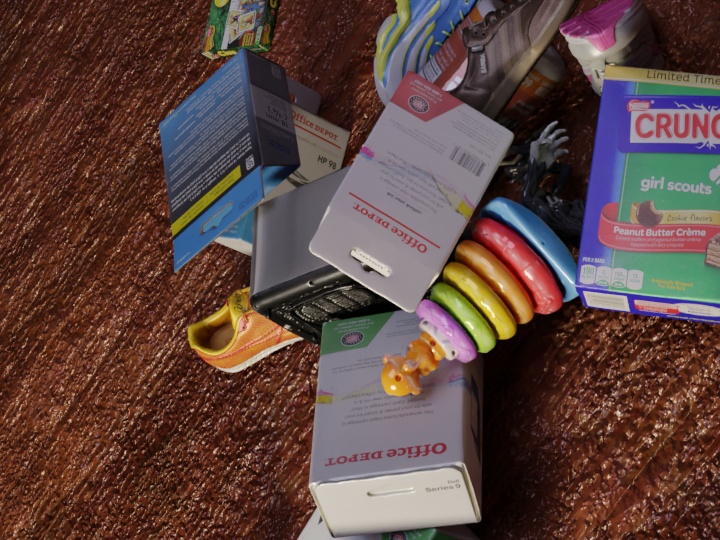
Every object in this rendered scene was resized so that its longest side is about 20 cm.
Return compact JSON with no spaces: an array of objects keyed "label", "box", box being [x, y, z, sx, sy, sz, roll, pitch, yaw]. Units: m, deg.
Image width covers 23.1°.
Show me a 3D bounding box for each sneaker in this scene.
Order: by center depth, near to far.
[{"label":"sneaker","box":[0.237,-0.199,1.591,0.081,0.200,0.089,-23,91,17]},{"label":"sneaker","box":[0.135,-0.216,1.623,0.075,0.070,0.201,36,103,3]},{"label":"sneaker","box":[0.083,-0.258,1.823,0.104,0.075,0.202,7,77,44]},{"label":"sneaker","box":[-0.095,0.043,1.864,0.199,0.077,0.073,-35,50,16]}]

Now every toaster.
[{"label":"toaster","box":[0.000,0.000,1.721,0.199,0.180,0.120,-21,56,34]}]

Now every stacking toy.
[{"label":"stacking toy","box":[0.094,0.040,1.573,0.200,0.116,0.110,-44,0,-10]}]

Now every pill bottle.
[{"label":"pill bottle","box":[0.100,-0.160,1.739,0.200,0.112,0.113,-48,47,19]}]

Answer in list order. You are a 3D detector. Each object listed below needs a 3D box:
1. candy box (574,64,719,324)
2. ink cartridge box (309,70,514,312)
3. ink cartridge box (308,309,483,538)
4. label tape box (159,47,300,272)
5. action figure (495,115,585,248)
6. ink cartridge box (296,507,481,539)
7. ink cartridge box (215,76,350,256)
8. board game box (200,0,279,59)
[{"label":"candy box","box":[0.281,-0.064,1.503,0.167,0.077,0.202,6,75,14]},{"label":"ink cartridge box","box":[0.040,-0.061,1.572,0.201,0.116,0.068,-59,1,-22]},{"label":"ink cartridge box","box":[0.036,0.136,1.619,0.144,0.088,0.201,-9,42,12]},{"label":"label tape box","box":[-0.132,-0.104,1.798,0.144,0.063,0.202,-37,47,32]},{"label":"action figure","box":[0.189,-0.082,1.622,0.103,0.118,0.200,-58,39,15]},{"label":"ink cartridge box","box":[0.005,0.295,1.661,0.146,0.083,0.201,39,101,45]},{"label":"ink cartridge box","box":[-0.084,-0.114,1.894,0.066,0.115,0.202,6,78,46]},{"label":"board game box","box":[-0.131,-0.355,2.108,0.104,0.023,0.202,-4,71,45]}]
